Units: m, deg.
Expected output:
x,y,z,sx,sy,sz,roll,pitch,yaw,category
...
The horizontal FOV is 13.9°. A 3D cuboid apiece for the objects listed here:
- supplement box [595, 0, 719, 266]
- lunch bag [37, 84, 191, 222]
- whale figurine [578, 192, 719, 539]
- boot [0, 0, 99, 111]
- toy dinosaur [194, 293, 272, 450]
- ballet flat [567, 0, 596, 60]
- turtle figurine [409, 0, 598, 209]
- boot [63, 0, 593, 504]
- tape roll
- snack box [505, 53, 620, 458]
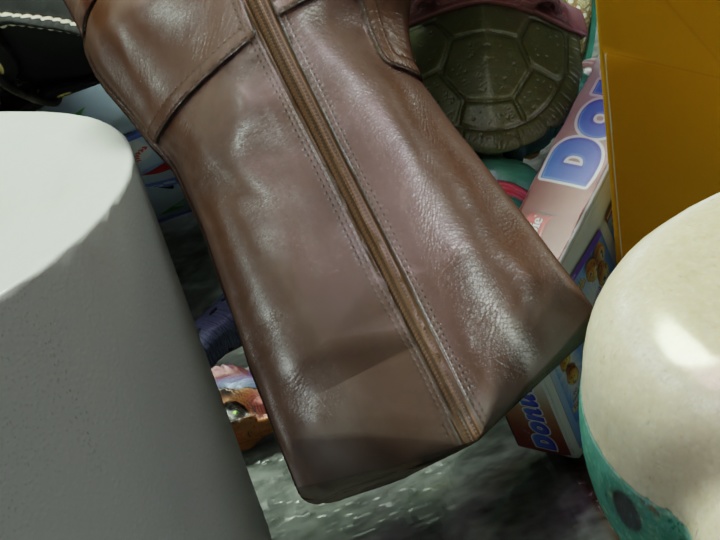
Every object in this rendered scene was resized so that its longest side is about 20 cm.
x,y,z,sx,sy,sz,roll,pitch,yaw,category
0.205,-0.070,0.868,0.197,0.133,0.200,16,38,35,supplement box
-0.089,-0.061,1.143,0.199,0.076,0.160,-15,-11,18,lunch bag
0.145,0.059,0.742,0.159,0.104,0.200,-31,49,-31,whale figurine
-0.141,-0.043,1.009,0.200,0.073,0.151,16,80,44,boot
0.000,0.000,1.046,0.105,0.200,0.182,36,77,23,toy dinosaur
0.059,-0.161,1.132,0.070,0.065,0.201,-32,47,47,ballet flat
0.036,-0.062,0.952,0.149,0.101,0.201,8,59,-15,turtle figurine
0.027,-0.050,0.841,0.186,0.064,0.200,-33,64,7,boot
-0.140,0.057,0.888,0.202,0.140,0.203,-16,21,6,tape roll
0.091,-0.042,0.929,0.024,0.072,0.200,13,59,28,snack box
